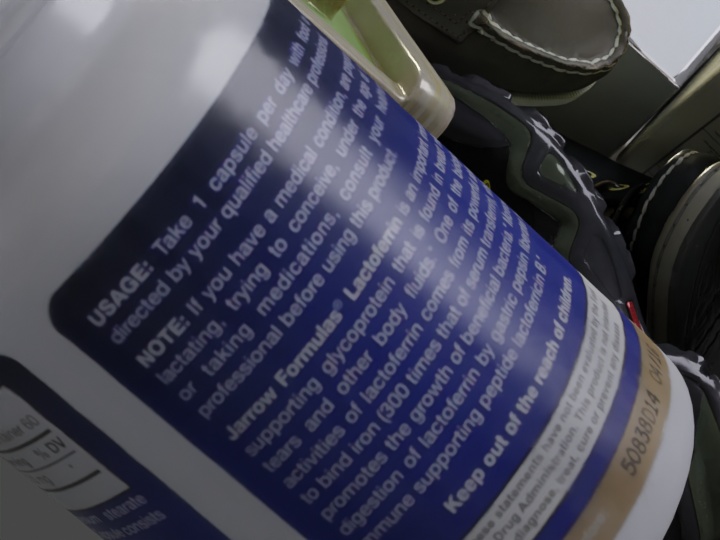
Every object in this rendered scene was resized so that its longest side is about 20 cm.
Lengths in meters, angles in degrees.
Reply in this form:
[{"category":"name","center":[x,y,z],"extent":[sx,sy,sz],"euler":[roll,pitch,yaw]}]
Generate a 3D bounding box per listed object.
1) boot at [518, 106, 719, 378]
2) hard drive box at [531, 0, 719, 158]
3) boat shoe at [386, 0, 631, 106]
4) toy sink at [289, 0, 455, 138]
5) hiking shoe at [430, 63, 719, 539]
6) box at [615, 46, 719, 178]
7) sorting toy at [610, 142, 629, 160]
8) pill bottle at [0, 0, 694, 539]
[{"category":"boot","center":[0.077,-0.022,0.785],"extent":[0.154,0.074,0.204],"euler":[34,-6,17]},{"category":"hard drive box","center":[0.123,-0.125,0.914],"extent":[0.077,0.200,0.156],"euler":[42,-31,1]},{"category":"boat shoe","center":[0.020,-0.119,0.704],"extent":[0.201,0.072,0.060],"euler":[30,-26,-27]},{"category":"toy sink","center":[-0.053,-0.057,0.623],"extent":[0.200,0.112,0.130],"euler":[40,12,-25]},{"category":"hiking shoe","center":[0.041,0.022,0.685],"extent":[0.200,0.100,0.076],"euler":[55,-18,14]},{"category":"box","center":[0.191,-0.050,0.773],"extent":[0.128,0.109,0.200],"euler":[43,-7,1]},{"category":"sorting toy","center":[0.054,-0.086,1.067],"extent":[0.107,0.200,0.180],"euler":[-39,89,-35]},{"category":"pill bottle","center":[-0.032,0.004,0.460],"extent":[0.200,0.116,0.116],"euler":[42,11,-17]}]
